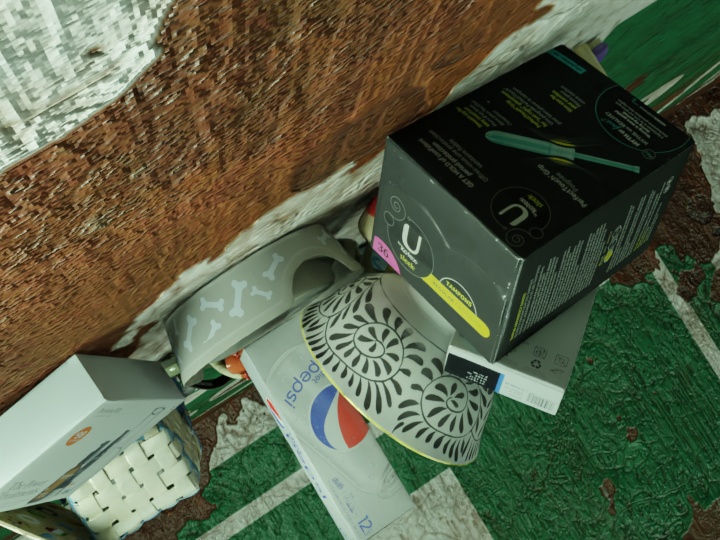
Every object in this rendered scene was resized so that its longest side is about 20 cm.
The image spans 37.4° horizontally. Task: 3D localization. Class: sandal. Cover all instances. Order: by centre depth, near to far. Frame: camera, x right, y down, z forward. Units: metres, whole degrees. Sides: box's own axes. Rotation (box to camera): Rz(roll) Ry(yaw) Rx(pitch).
[{"bbox_3d":[-0.181,0.113,1.247,0.079,0.058,0.201,-34,175,13],"label":"sandal"}]

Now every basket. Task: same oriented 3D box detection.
[{"bbox_3d":[-0.267,0.201,1.180,0.174,0.141,0.200,-30,-151,-7],"label":"basket"}]

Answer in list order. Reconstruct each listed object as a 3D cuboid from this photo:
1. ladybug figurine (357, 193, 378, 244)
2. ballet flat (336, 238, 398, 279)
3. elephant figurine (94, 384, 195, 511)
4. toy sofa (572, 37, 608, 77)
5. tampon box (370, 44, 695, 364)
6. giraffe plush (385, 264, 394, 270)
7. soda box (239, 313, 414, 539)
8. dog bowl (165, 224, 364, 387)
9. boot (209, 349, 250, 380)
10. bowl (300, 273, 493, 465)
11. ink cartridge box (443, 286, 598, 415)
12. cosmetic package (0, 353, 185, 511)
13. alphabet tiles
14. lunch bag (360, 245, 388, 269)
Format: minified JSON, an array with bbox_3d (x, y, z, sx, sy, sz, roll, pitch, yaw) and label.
[{"bbox_3d":[0.066,-0.044,0.998,0.200,0.133,0.073,-124,-131,-79],"label":"ladybug figurine"},{"bbox_3d":[0.000,0.000,1.083,0.198,0.071,0.069,13,-151,40],"label":"ballet flat"},{"bbox_3d":[-0.286,0.248,1.387,0.139,0.158,0.200,-11,-174,3],"label":"elephant figurine"},{"bbox_3d":[0.173,-0.129,1.017,0.097,0.084,0.200,-29,174,-31],"label":"toy sofa"},{"bbox_3d":[0.131,-0.057,0.841,0.198,0.150,0.127,-30,149,-28],"label":"tampon box"},{"bbox_3d":[0.100,-0.033,1.163,0.199,0.174,0.162,-38,164,9],"label":"giraffe plush"},{"bbox_3d":[-0.033,0.144,0.965,0.063,0.202,0.068,-30,174,-15],"label":"soda box"},{"bbox_3d":[-0.092,0.029,0.980,0.198,0.059,0.200,-33,176,-3],"label":"dog bowl"},{"bbox_3d":[-0.083,0.083,1.112,0.107,0.076,0.198,-33,-158,-33],"label":"boot"},{"bbox_3d":[0.053,0.064,0.931,0.095,0.200,0.200,-50,170,17],"label":"bowl"},{"bbox_3d":[0.145,0.018,0.888,0.040,0.098,0.201,98,17,-50],"label":"ink cartridge box"},{"bbox_3d":[-0.250,0.140,0.919,0.150,0.052,0.200,-41,169,3],"label":"cosmetic package"},{"bbox_3d":[-0.328,0.269,1.131,0.166,0.197,0.006,89,23,-84],"label":"alphabet tiles"},{"bbox_3d":[0.025,0.075,1.387,0.169,0.202,0.127,-29,174,-42],"label":"lunch bag"}]
